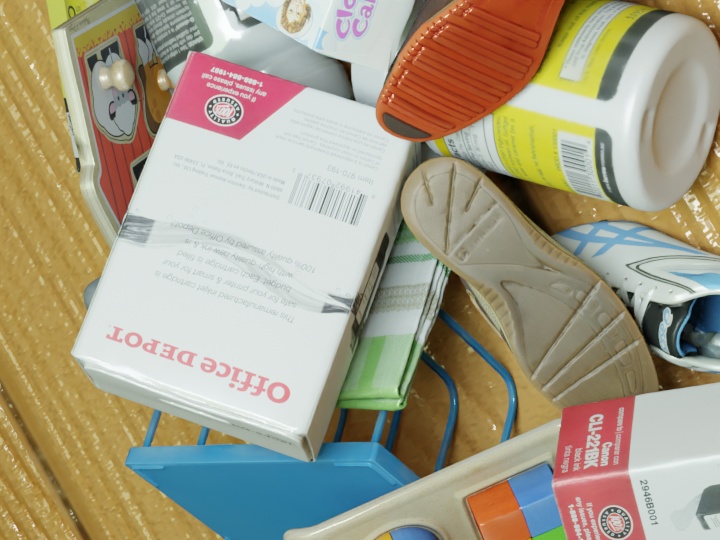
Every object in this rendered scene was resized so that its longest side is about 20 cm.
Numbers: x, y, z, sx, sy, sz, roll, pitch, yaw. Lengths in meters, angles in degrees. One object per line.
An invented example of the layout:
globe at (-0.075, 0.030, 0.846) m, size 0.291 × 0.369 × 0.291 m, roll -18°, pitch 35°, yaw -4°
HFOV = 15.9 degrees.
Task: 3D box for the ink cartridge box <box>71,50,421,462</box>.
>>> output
ink cartridge box at (-0.064, -0.006, 1.508) m, size 0.144 × 0.083 × 0.201 m, roll 18°, pitch 76°, yaw 8°

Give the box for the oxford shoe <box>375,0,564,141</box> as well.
oxford shoe at (0.074, -0.155, 1.438) m, size 0.200 × 0.071 × 0.073 m, roll -49°, pitch 30°, yaw 28°

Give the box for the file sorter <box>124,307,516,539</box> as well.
file sorter at (-0.019, 0.101, 1.644) m, size 0.199 × 0.123 × 0.139 m, roll -4°, pitch 147°, yaw 37°

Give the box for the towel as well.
towel at (0.000, 0.000, 1.594) m, size 0.148 × 0.201 × 0.031 m, roll -6°, pitch 145°, yaw 40°

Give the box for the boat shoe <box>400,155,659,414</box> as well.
boat shoe at (0.101, 0.011, 1.523) m, size 0.072 × 0.072 × 0.200 m, roll -44°, pitch 93°, yaw 6°

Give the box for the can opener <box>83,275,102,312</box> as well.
can opener at (-0.084, -0.030, 1.592) m, size 0.053 × 0.200 × 0.067 m, roll 39°, pitch 161°, yaw 49°

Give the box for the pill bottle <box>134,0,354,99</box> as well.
pill bottle at (-0.085, -0.181, 1.622) m, size 0.116 × 0.116 × 0.201 m, roll -22°, pitch 92°, yaw 39°

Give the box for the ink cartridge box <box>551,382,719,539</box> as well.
ink cartridge box at (0.223, 0.142, 1.466) m, size 0.198 × 0.084 × 0.145 m, roll -11°, pitch 116°, yaw 14°

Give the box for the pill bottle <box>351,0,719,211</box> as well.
pill bottle at (0.101, -0.111, 1.511) m, size 0.199 × 0.114 × 0.115 m, roll 17°, pitch 115°, yaw 31°

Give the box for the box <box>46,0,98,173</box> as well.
box at (-0.167, -0.168, 1.730) m, size 0.075 × 0.050 × 0.202 m, roll 2°, pitch 106°, yaw 37°

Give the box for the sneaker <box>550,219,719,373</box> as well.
sneaker at (0.175, 0.018, 1.528) m, size 0.199 × 0.072 × 0.072 m, roll 13°, pitch 115°, yaw 34°

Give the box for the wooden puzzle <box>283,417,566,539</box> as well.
wooden puzzle at (0.073, 0.194, 1.569) m, size 0.199 × 0.046 × 0.186 m, roll -20°, pitch 130°, yaw 2°

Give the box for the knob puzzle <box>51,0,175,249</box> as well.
knob puzzle at (-0.129, -0.078, 1.646) m, size 0.030 × 0.220 × 0.221 m, roll -7°, pitch 102°, yaw 18°

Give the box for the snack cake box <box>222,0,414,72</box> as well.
snack cake box at (-0.048, -0.205, 1.470) m, size 0.200 × 0.067 × 0.116 m, roll 31°, pitch 104°, yaw 41°
